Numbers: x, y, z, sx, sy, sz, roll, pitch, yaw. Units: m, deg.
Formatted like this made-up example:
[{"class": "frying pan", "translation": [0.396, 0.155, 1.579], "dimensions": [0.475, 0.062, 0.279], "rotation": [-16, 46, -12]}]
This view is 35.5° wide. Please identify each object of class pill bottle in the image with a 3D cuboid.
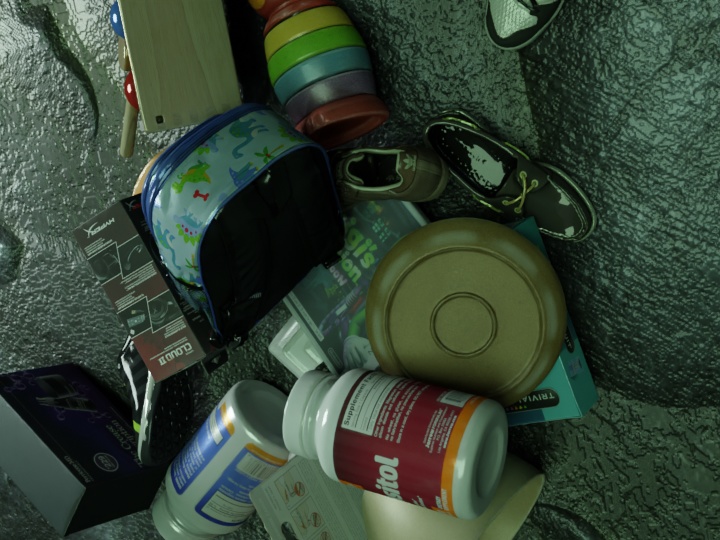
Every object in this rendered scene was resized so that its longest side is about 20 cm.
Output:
[{"class": "pill bottle", "translation": [-0.156, 0.232, 1.303], "dimensions": [0.112, 0.112, 0.200], "rotation": [42, 114, 5]}, {"class": "pill bottle", "translation": [0.031, 0.158, 1.073], "dimensions": [0.198, 0.113, 0.114], "rotation": [11, 107, 26]}]

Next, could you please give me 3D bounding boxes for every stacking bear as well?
[{"class": "stacking bear", "translation": [-0.055, -0.231, 1.153], "dimensions": [0.121, 0.113, 0.202], "rotation": [-29, 80, 59]}]

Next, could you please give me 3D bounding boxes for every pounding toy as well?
[{"class": "pounding toy", "translation": [-0.206, -0.216, 1.179], "dimensions": [0.141, 0.200, 0.186], "rotation": [-11, 101, -7]}]

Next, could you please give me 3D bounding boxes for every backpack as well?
[{"class": "backpack", "translation": [-0.120, -0.060, 1.075], "dimensions": [0.183, 0.201, 0.147], "rotation": [-41, 65, -19]}]

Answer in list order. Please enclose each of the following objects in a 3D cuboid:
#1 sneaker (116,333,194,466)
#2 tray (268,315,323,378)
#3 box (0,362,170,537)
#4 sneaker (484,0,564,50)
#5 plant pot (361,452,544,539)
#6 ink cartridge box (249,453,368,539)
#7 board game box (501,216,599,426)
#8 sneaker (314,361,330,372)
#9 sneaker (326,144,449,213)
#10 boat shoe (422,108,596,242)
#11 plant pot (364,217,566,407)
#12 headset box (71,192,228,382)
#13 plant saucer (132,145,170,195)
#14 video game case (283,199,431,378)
[{"class": "sneaker", "translation": [-0.246, 0.128, 1.325], "dimensions": [0.082, 0.071, 0.202], "rotation": [-4, 79, 35]}, {"class": "tray", "translation": [-0.015, 0.058, 1.257], "dimensions": [0.107, 0.022, 0.200], "rotation": [42, 113, 5]}, {"class": "box", "translation": [-0.344, 0.204, 1.322], "dimensions": [0.200, 0.141, 0.079], "rotation": [39, 115, 25]}, {"class": "sneaker", "translation": [0.176, -0.297, 1.062], "dimensions": [0.075, 0.088, 0.201], "rotation": [36, 114, 6]}, {"class": "plant pot", "translation": [0.080, 0.252, 1.180], "dimensions": [0.134, 0.200, 0.201], "rotation": [37, 113, 22]}, {"class": "ink cartridge box", "translation": [-0.034, 0.264, 1.219], "dimensions": [0.050, 0.200, 0.162], "rotation": [-25, 95, 44]}, {"class": "board game box", "translation": [0.141, 0.060, 1.162], "dimensions": [0.150, 0.047, 0.202], "rotation": [-14, 101, 40]}, {"class": "sneaker", "translation": [0.015, 0.142, 1.213], "dimensions": [0.199, 0.079, 0.089], "rotation": [-9, 128, 35]}, {"class": "sneaker", "translation": [-0.009, -0.103, 1.146], "dimensions": [0.199, 0.075, 0.071], "rotation": [-4, 76, 36]}, {"class": "boat shoe", "translation": [0.147, -0.090, 1.138], "dimensions": [0.200, 0.061, 0.072], "rotation": [35, 112, 9]}, {"class": "plant pot", "translation": [0.100, 0.050, 1.093], "dimensions": [0.198, 0.028, 0.202], "rotation": [2, 104, 8]}, {"class": "headset box", "translation": [-0.196, 0.014, 1.203], "dimensions": [0.077, 0.149, 0.201], "rotation": [-26, 94, 25]}, {"class": "plant saucer", "translation": [-0.179, -0.049, 1.282], "dimensions": [0.198, 0.037, 0.202], "rotation": [5, 105, 20]}, {"class": "video game case", "translation": [0.000, 0.000, 1.177], "dimensions": [0.182, 0.023, 0.200], "rotation": [-47, 57, 16]}]
